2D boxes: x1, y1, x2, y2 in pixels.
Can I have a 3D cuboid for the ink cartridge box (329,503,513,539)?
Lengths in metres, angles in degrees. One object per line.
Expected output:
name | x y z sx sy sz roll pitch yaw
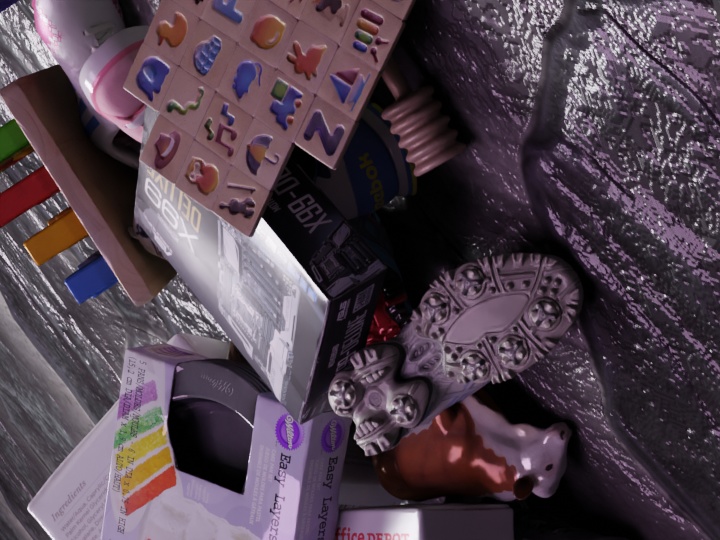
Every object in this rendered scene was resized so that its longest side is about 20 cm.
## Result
ink cartridge box | 0.038 0.262 1.534 0.144 0.084 0.201 -11 77 57

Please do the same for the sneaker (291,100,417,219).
sneaker | -0.048 -0.096 1.480 0.200 0.082 0.074 37 154 43

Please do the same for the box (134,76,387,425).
box | -0.070 -0.020 1.444 0.200 0.050 0.158 50 152 21

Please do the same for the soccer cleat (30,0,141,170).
soccer cleat | -0.195 -0.157 1.725 0.086 0.070 0.200 41 161 32

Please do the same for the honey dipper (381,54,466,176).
honey dipper | 0.002 -0.153 1.361 0.201 0.038 0.038 61 158 -4

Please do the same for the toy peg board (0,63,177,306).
toy peg board | -0.243 -0.055 1.810 0.200 0.098 0.200 58 -170 -6

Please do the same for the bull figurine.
bull figurine | 0.063 0.112 1.542 0.200 0.065 0.122 -21 94 55

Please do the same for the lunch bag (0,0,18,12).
lunch bag | -0.319 -0.290 1.697 0.200 0.136 0.133 43 155 31

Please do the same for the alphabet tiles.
alphabet tiles | -0.062 -0.131 1.354 0.167 0.008 0.201 35 109 27

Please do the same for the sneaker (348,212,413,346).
sneaker | 0.000 0.000 1.558 0.200 0.079 0.096 87 173 -66

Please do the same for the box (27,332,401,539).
box | -0.111 0.181 1.759 0.171 0.200 0.199 47 -168 22

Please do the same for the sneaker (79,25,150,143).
sneaker | -0.114 -0.100 1.562 0.105 0.075 0.200 46 -176 27

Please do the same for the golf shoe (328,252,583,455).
golf shoe | 0.070 0.041 1.412 0.200 0.097 0.079 -32 84 33

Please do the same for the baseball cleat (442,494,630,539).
baseball cleat | 0.114 0.183 1.557 0.199 0.070 0.107 -18 69 46

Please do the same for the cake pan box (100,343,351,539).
cake pan box | -0.101 0.163 1.586 0.184 0.052 0.201 17 103 33

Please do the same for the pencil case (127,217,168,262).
pencil case | -0.093 0.009 1.713 0.200 0.089 0.078 46 -175 20

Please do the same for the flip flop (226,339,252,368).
flip flop | -0.066 0.063 1.622 0.081 0.201 0.058 15 177 18
